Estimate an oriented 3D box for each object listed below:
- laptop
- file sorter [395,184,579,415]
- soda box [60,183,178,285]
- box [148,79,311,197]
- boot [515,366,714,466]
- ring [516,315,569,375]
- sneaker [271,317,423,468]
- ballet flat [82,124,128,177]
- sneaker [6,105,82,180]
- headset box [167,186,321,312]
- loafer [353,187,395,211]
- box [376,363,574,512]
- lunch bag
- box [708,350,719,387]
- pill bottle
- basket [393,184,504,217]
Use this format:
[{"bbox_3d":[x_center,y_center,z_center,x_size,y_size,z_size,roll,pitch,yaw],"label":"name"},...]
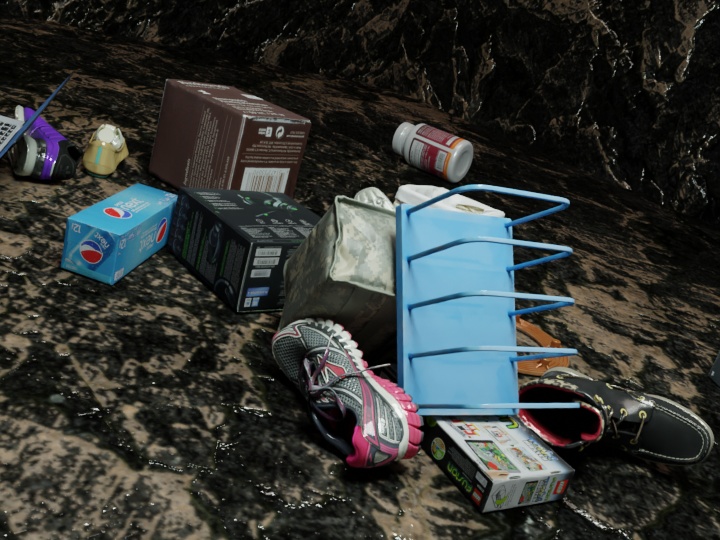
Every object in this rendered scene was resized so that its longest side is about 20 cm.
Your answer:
[{"bbox_3d":[-0.505,-0.195,1.028,0.197,0.117,0.189,15,40,-4],"label":"laptop"},{"bbox_3d":[0.122,0.032,0.739,0.137,0.204,0.122,5,-12,-28],"label":"file sorter"},{"bbox_3d":[-0.293,-0.051,0.983,0.067,0.065,0.200,17,19,2],"label":"soda box"},{"bbox_3d":[-0.220,-0.207,1.322,0.198,0.167,0.165,28,22,30],"label":"box"},{"bbox_3d":[0.263,0.159,0.832,0.198,0.074,0.150,24,9,29],"label":"boot"},{"bbox_3d":[0.198,0.087,1.097,0.197,0.020,0.201,15,20,-5],"label":"ring"},{"bbox_3d":[-0.027,0.109,0.746,0.074,0.082,0.199,-8,29,-38],"label":"sneaker"},{"bbox_3d":[-0.421,-0.211,1.316,0.068,0.064,0.200,11,20,-18],"label":"ballet flat"},{"bbox_3d":[-0.480,-0.186,1.202,0.098,0.070,0.200,10,25,-34],"label":"sneaker"},{"bbox_3d":[-0.134,-0.035,1.031,0.172,0.094,0.199,-2,26,-43],"label":"headset box"},{"bbox_3d":[0.040,-0.008,1.011,0.069,0.203,0.070,-19,-2,1],"label":"loafer"},{"bbox_3d":[0.108,0.159,0.793,0.109,0.035,0.200,4,23,-33],"label":"box"},{"bbox_3d":[0.028,0.026,0.859,0.197,0.164,0.119,14,60,-21],"label":"lunch bag"},{"bbox_3d":[0.616,0.180,1.116,0.139,0.080,0.200,11,20,-10],"label":"box"},{"bbox_3d":[0.186,-0.315,2.054,0.198,0.115,0.112,28,22,28],"label":"pill bottle"},{"bbox_3d":[0.130,-0.054,1.243,0.134,0.125,0.199,25,15,20],"label":"basket"}]
